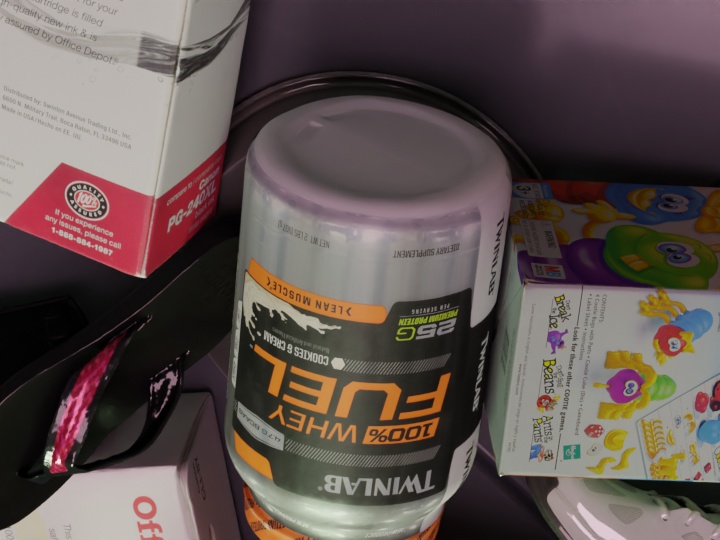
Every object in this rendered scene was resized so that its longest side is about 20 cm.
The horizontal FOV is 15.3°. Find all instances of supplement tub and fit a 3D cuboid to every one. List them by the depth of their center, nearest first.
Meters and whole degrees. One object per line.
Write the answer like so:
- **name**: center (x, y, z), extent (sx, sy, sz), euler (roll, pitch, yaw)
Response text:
- **supplement tub**: center (0.000, 0.031, 1.240), extent (0.122, 0.123, 0.201), euler (8, 120, 5)

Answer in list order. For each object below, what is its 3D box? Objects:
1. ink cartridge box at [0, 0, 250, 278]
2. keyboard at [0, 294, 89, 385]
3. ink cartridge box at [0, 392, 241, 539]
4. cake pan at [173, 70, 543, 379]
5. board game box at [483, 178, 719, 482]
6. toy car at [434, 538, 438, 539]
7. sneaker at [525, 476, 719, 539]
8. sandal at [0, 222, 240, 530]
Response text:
- **ink cartridge box**: center (-0.129, -0.120, 1.224), extent (0.145, 0.083, 0.201), euler (22, 121, 17)
- **keyboard**: center (-0.226, 0.059, 1.367), extent (0.199, 0.040, 0.104), euler (-11, 75, 6)
- **ink cartridge box**: center (-0.165, 0.149, 1.398), extent (0.199, 0.083, 0.146), euler (-4, 117, 12)
- **cake pan**: center (0.000, 0.000, 1.315), extent (0.199, 0.037, 0.201), euler (4, 119, 7)
- **board game box**: center (0.162, 0.028, 1.243), extent (0.199, 0.103, 0.105), euler (3, 120, -6)
- **toy car**: center (0.006, 0.229, 1.375), extent (0.150, 0.175, 0.200), euler (27, 85, 37)
- **sneaker**: center (0.185, 0.125, 1.346), extent (0.200, 0.076, 0.115), euler (37, 105, -13)
- **sandal**: center (-0.116, 0.058, 1.278), extent (0.200, 0.045, 0.075), euler (-42, 144, 8)
